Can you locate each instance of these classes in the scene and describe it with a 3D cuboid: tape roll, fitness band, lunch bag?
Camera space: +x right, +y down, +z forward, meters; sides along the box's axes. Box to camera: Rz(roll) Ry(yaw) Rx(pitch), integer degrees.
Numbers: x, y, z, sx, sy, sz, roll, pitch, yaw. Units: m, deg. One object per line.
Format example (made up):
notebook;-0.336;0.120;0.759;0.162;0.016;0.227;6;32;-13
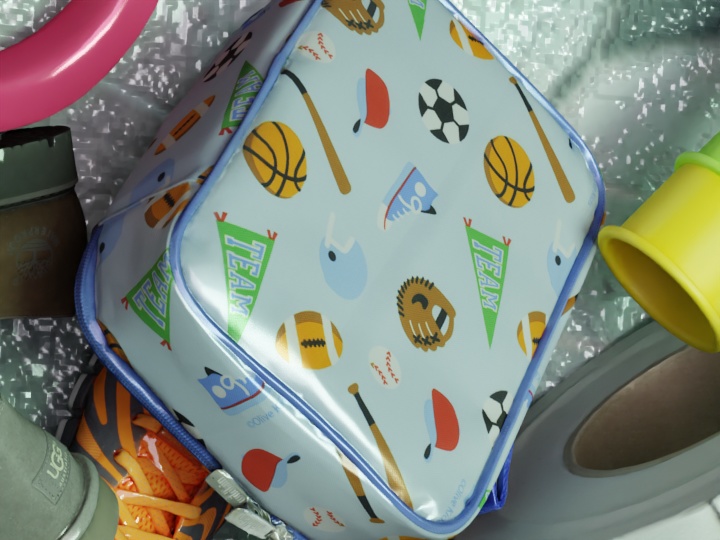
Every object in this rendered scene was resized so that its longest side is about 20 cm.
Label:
tape roll;0.132;0.070;0.844;0.202;0.202;0.071;-34;103;-16
fitness band;-0.140;-0.125;0.778;0.200;0.037;0.144;30;93;-48
lunch bag;0.000;0.000;0.824;0.160;0.075;0.201;45;48;-18

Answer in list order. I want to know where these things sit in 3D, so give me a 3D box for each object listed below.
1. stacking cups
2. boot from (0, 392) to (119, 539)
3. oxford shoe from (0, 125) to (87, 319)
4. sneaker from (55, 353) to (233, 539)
stacking cups;0.172;-0.062;0.865;0.200;0.060;0.061;-46;106;-9
boot;-0.185;0.032;0.728;0.181;0.073;0.200;-24;129;13
oxford shoe;-0.181;0.014;0.795;0.198;0.073;0.085;-14;103;-18
sneaker;-0.072;0.092;0.815;0.077;0.112;0.201;33;80;-18
